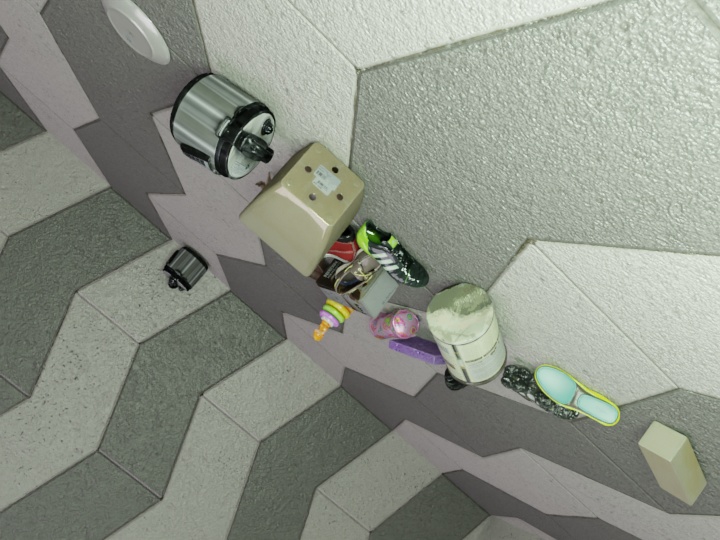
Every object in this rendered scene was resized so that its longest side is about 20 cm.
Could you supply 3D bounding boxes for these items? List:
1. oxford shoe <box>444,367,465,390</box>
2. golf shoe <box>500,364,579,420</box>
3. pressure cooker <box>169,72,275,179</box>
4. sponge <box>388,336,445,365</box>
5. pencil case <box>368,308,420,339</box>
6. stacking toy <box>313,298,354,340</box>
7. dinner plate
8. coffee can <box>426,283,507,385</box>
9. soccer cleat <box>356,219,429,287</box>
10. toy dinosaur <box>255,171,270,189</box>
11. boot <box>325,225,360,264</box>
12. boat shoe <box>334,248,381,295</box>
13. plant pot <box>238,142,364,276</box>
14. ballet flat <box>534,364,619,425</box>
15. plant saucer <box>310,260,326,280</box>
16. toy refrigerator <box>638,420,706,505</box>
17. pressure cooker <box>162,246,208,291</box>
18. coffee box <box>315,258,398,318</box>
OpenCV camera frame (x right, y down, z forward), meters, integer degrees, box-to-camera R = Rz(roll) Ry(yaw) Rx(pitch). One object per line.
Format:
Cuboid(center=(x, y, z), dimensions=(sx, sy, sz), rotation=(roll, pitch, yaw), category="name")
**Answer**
Cuboid(center=(0.295, 0.285, 1.735), dimensions=(0.083, 0.074, 0.200), rotation=(2, 164, -24), category="oxford shoe")
Cuboid(center=(0.435, 0.288, 1.526), dimensions=(0.199, 0.078, 0.094), rotation=(31, 178, 30), category="golf shoe")
Cuboid(center=(-0.272, -0.290, 1.327), dimensions=(0.199, 0.176, 0.180), rotation=(34, 138, 11), category="pressure cooker")
Cuboid(center=(0.181, 0.225, 1.813), dimensions=(0.110, 0.030, 0.199), rotation=(-1, -171, -36), category="sponge")
Cuboid(center=(0.095, 0.155, 1.839), dimensions=(0.087, 0.088, 0.200), rotation=(42, 161, -10), category="pencil case")
Cuboid(center=(-0.078, 0.128, 1.912), dimensions=(0.109, 0.201, 0.116), rotation=(21, 156, 42), category="stacking toy")
Cuboid(center=(-0.512, -0.542, 1.441), dimensions=(0.199, 0.024, 0.201), rotation=(36, 163, 13), category="dinner plate")
Cuboid(center=(0.238, 0.144, 1.416), dimensions=(0.145, 0.147, 0.201), rotation=(25, 158, 35), category="coffee can")
Cuboid(center=(0.075, -0.035, 1.447), dimensions=(0.199, 0.068, 0.081), rotation=(37, 150, 6), category="soccer cleat")
Cuboid(center=(-0.196, -0.152, 1.590), dimensions=(0.200, 0.085, 0.136), rotation=(46, 155, 30), category="toy dinosaur")
Cuboid(center=(-0.087, -0.092, 1.617), dimensions=(0.198, 0.073, 0.145), rotation=(18, 154, 30), category="boot")
Cuboid(center=(0.000, 0.000, 1.572), dimensions=(0.071, 0.060, 0.199), rotation=(29, 142, -24), category="boat shoe")
Cuboid(center=(-0.106, -0.145, 1.344), dimensions=(0.199, 0.201, 0.177), rotation=(40, 151, -6), category="plant pot")
Cuboid(center=(0.476, 0.278, 1.417), dimensions=(0.199, 0.067, 0.067), rotation=(31, -178, 19), category="ballet flat")
Cuboid(center=(-0.174, -0.041, 1.968), dimensions=(0.199, 0.035, 0.201), rotation=(35, 161, 14), category="plant saucer")
Cuboid(center=(0.660, 0.404, 1.346), dimensions=(0.076, 0.070, 0.201), rotation=(26, 158, 53), category="toy refrigerator")
Cuboid(center=(-0.879, 0.005, 3.177), dimensions=(0.177, 0.201, 0.176), rotation=(24, 158, 39), category="pressure cooker")
Cuboid(center=(-0.011, 0.037, 1.705), dimensions=(0.199, 0.113, 0.080), rotation=(18, 153, 47), category="coffee box")
